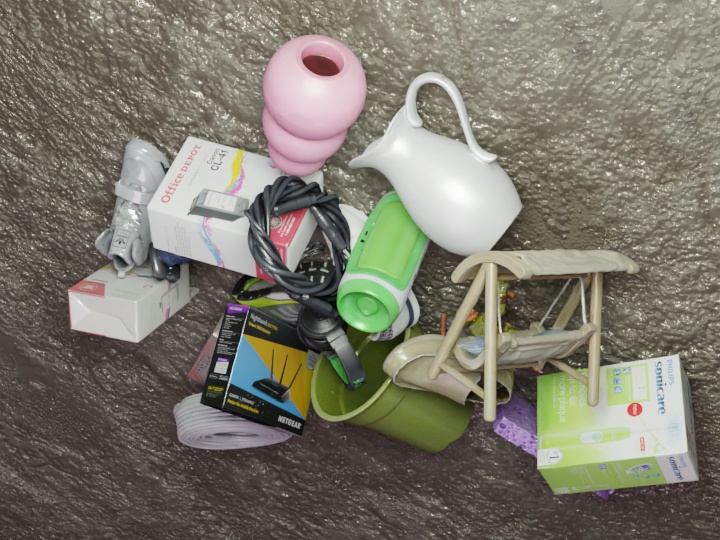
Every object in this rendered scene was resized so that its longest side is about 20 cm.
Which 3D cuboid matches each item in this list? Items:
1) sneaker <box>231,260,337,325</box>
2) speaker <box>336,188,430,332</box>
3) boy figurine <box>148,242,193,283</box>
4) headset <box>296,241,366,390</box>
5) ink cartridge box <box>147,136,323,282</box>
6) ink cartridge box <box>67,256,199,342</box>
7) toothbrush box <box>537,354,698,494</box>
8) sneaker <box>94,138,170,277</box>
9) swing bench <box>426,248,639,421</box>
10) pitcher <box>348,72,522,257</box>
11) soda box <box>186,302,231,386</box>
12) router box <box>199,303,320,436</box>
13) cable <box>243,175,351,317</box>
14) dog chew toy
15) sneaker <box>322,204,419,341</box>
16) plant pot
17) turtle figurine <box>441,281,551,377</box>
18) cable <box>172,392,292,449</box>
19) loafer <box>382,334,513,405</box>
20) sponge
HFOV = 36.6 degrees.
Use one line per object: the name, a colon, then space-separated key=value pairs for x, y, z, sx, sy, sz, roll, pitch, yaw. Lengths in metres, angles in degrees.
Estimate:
sneaker: x=-0.088 y=0.038 z=1.597 sx=0.198 sy=0.074 sz=0.081 roll=0 pitch=143 yaw=32
speaker: x=0.035 y=-0.017 z=1.377 sx=0.088 sy=0.201 sz=0.089 roll=13 pitch=136 yaw=13
boy figurine: x=-0.196 y=-0.038 z=1.545 sx=0.198 sy=0.065 sz=0.124 roll=-14 pitch=168 yaw=17
headset: x=-0.041 y=0.064 z=1.477 sx=0.201 sy=0.093 sz=0.124 roll=58 pitch=169 yaw=7
ink cartridge box: x=-0.163 y=-0.081 z=1.445 sx=0.198 sy=0.148 sz=0.086 roll=16 pitch=142 yaw=8
ink cartridge box: x=-0.332 y=0.030 z=1.622 sx=0.115 sy=0.200 sz=0.068 roll=9 pitch=113 yaw=17
toothbrush box: x=0.344 y=0.210 z=1.467 sx=0.198 sy=0.147 sz=0.086 roll=-10 pitch=141 yaw=23
sneaker: x=-0.321 y=-0.083 z=1.543 sx=0.074 sy=0.115 sz=0.201 roll=17 pitch=137 yaw=8
swing bench: x=0.211 y=0.061 z=1.341 sx=0.129 sy=0.197 sz=0.202 roll=33 pitch=116 yaw=50
pitcher: x=0.108 y=-0.125 z=1.310 sx=0.200 sy=0.121 sz=0.172 roll=40 pitch=129 yaw=2
soda box: x=-0.213 y=0.127 z=1.710 sx=0.068 sy=0.064 sz=0.200 roll=30 pitch=149 yaw=-5
router box: x=-0.141 y=0.149 z=1.601 sx=0.051 sy=0.151 sz=0.200 roll=5 pitch=165 yaw=34
cable: x=-0.068 y=-0.040 z=1.347 sx=0.050 sy=0.165 sz=0.199 roll=-12 pitch=152 yaw=37
dog chew toy: x=-0.064 y=-0.189 z=1.323 sx=0.124 sy=0.125 sz=0.201 roll=24 pitch=146 yaw=1
sneaker: x=0.000 y=0.000 z=1.457 sx=0.201 sy=0.080 sz=0.076 roll=56 pitch=137 yaw=11
plant pot: x=0.063 y=0.168 z=1.578 sx=0.189 sy=0.202 sz=0.199 roll=35 pitch=138 yaw=-29
turtle figurine: x=0.196 y=0.082 z=1.499 sx=0.160 sy=0.065 sz=0.201 roll=26 pitch=137 yaw=0
cable: x=-0.205 y=0.245 z=1.784 sx=0.198 sy=0.070 sz=0.200 roll=3 pitch=160 yaw=-13
loafer: x=0.125 y=0.136 z=1.435 sx=0.198 sy=0.069 sz=0.076 roll=6 pitch=130 yaw=-25
sponge: x=0.279 y=0.250 z=1.592 sx=0.199 sy=0.112 sz=0.030 roll=32 pitch=107 yaw=-7
